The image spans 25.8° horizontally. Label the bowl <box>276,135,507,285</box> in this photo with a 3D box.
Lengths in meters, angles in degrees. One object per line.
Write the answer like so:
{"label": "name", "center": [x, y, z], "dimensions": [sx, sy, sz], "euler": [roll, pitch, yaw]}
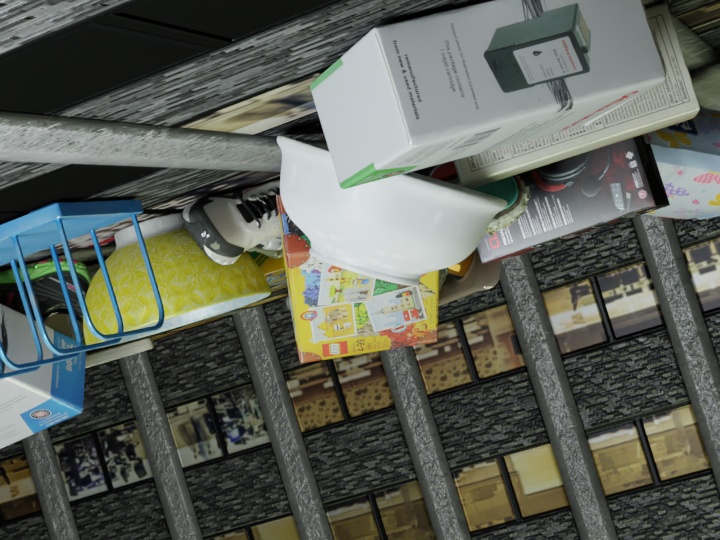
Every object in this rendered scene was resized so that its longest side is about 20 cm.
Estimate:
{"label": "bowl", "center": [0.015, -0.043, 1.310], "dimensions": [0.201, 0.090, 0.201], "euler": [15, -175, -1]}

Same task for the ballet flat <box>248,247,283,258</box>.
{"label": "ballet flat", "center": [-0.082, -0.050, 1.748], "dimensions": [0.200, 0.065, 0.070], "euler": [-18, 179, 30]}

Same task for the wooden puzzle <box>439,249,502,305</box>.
{"label": "wooden puzzle", "center": [0.112, -0.054, 1.914], "dimensions": [0.046, 0.185, 0.200], "euler": [17, 164, -23]}

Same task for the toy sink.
{"label": "toy sink", "center": [-0.324, 0.054, 1.850], "dimensions": [0.130, 0.112, 0.200], "euler": [-17, -178, -9]}

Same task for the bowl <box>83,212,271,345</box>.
{"label": "bowl", "center": [-0.201, 0.002, 1.627], "dimensions": [0.200, 0.108, 0.200], "euler": [-17, 177, -1]}

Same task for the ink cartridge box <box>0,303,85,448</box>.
{"label": "ink cartridge box", "center": [-0.396, 0.095, 1.569], "dimensions": [0.145, 0.084, 0.200], "euler": [-24, 143, 31]}

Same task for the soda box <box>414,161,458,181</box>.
{"label": "soda box", "center": [0.082, -0.114, 1.451], "dimensions": [0.200, 0.071, 0.063], "euler": [-18, 171, 9]}

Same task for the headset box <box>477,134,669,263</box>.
{"label": "headset box", "center": [0.175, -0.100, 1.513], "dimensions": [0.200, 0.149, 0.075], "euler": [-18, 176, 22]}

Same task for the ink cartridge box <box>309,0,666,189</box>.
{"label": "ink cartridge box", "center": [0.086, -0.130, 1.087], "dimensions": [0.200, 0.084, 0.146], "euler": [-16, 177, -21]}

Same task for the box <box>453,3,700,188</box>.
{"label": "box", "center": [0.167, -0.140, 1.289], "dimensions": [0.200, 0.095, 0.078], "euler": [-16, 178, 8]}

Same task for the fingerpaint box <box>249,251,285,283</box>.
{"label": "fingerpaint box", "center": [-0.169, -0.010, 1.906], "dimensions": [0.167, 0.073, 0.200], "euler": [-16, 177, -10]}

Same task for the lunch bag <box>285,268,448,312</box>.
{"label": "lunch bag", "center": [0.018, -0.019, 1.892], "dimensions": [0.200, 0.139, 0.168], "euler": [-39, -158, 54]}

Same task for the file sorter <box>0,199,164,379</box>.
{"label": "file sorter", "center": [-0.294, 0.025, 1.396], "dimensions": [0.200, 0.123, 0.139], "euler": [-19, 177, 22]}

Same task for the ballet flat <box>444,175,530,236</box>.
{"label": "ballet flat", "center": [0.058, -0.038, 1.421], "dimensions": [0.200, 0.076, 0.064], "euler": [-13, 161, 6]}

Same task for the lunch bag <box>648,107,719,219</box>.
{"label": "lunch bag", "center": [0.348, -0.129, 1.817], "dimensions": [0.169, 0.127, 0.200], "euler": [8, 180, -3]}

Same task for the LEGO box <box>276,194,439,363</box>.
{"label": "LEGO box", "center": [0.000, 0.000, 1.577], "dimensions": [0.149, 0.077, 0.200], "euler": [-9, 146, -3]}

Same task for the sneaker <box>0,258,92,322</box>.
{"label": "sneaker", "center": [-0.373, 0.044, 1.629], "dimensions": [0.200, 0.084, 0.077], "euler": [-14, 175, -12]}

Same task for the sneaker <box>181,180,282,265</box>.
{"label": "sneaker", "center": [-0.105, -0.060, 1.574], "dimensions": [0.080, 0.074, 0.200], "euler": [-35, 174, 26]}
